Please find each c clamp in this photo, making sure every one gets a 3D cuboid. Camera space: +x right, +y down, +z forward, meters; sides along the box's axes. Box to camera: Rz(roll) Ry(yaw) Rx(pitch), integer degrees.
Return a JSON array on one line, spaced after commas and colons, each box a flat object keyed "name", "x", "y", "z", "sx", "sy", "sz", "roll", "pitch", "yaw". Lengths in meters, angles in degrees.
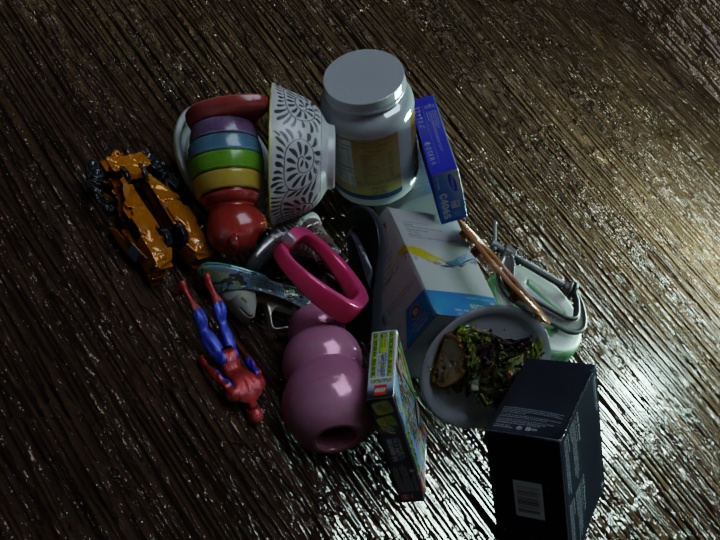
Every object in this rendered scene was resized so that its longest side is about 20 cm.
[{"name": "c clamp", "x": 0.287, "y": 0.014, "z": 1.491, "sx": 0.198, "sy": 0.027, "sz": 0.172, "roll": 33, "pitch": 38, "yaw": -6}]

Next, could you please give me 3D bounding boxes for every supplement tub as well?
[{"name": "supplement tub", "x": 0.014, "y": -0.215, "z": 1.409, "sx": 0.141, "sy": 0.202, "sz": 0.147, "roll": -4, "pitch": 50, "yaw": 4}, {"name": "supplement tub", "x": 0.070, "y": -0.161, "z": 1.570, "sx": 0.130, "sy": 0.133, "sz": 0.203, "roll": 4, "pitch": 48, "yaw": -35}]

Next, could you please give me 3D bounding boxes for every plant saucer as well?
[{"name": "plant saucer", "x": -0.207, "y": -0.148, "z": 1.372, "sx": 0.198, "sy": 0.050, "sz": 0.204, "roll": 31, "pitch": 46, "yaw": -37}]

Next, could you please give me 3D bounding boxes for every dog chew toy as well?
[{"name": "dog chew toy", "x": -0.047, "y": 0.128, "z": 1.185, "sx": 0.122, "sy": 0.125, "sz": 0.203, "roll": 13, "pitch": 44, "yaw": -28}]

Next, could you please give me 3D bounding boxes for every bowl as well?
[{"name": "bowl", "x": -0.082, "y": -0.163, "z": 1.318, "sx": 0.092, "sy": 0.203, "sz": 0.203, "roll": 0, "pitch": 45, "yaw": -3}]

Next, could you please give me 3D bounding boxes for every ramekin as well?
[{"name": "ramekin", "x": 0.261, "y": 0.089, "z": 1.497, "sx": 0.197, "sy": 0.098, "sz": 0.203, "roll": 22, "pitch": 40, "yaw": -20}]

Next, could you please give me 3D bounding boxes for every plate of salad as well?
[{"name": "plate of salad", "x": 0.180, "y": 0.143, "z": 1.298, "sx": 0.197, "sy": 0.203, "sz": 0.048, "roll": 18, "pitch": 19, "yaw": -23}]

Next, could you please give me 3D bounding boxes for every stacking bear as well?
[{"name": "stacking bear", "x": -0.176, "y": -0.121, "z": 1.261, "sx": 0.111, "sy": 0.121, "sz": 0.205, "roll": -3, "pitch": 78, "yaw": -20}]

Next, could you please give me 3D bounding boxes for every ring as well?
[{"name": "ring", "x": 0.206, "y": 0.006, "z": 1.352, "sx": 0.201, "sy": 0.019, "sz": 0.201, "roll": 47, "pitch": 9, "yaw": -9}]

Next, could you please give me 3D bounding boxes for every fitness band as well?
[{"name": "fitness band", "x": -0.049, "y": 0.004, "z": 1.239, "sx": 0.143, "sy": 0.037, "sz": 0.200, "roll": 44, "pitch": 11, "yaw": 0}]

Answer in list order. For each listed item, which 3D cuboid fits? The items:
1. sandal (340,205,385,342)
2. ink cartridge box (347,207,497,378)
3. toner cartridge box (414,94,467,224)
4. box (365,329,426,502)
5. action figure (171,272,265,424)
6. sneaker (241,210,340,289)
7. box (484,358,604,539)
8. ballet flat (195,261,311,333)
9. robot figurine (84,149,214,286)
[{"name": "sandal", "x": 0.000, "y": 0.000, "z": 1.341, "sx": 0.042, "sy": 0.075, "sz": 0.205, "roll": 8, "pitch": 72, "yaw": -37}, {"name": "ink cartridge box", "x": 0.089, "y": 0.034, "z": 1.372, "sx": 0.142, "sy": 0.148, "sz": 0.203, "roll": 7, "pitch": 47, "yaw": -36}, {"name": "toner cartridge box", "x": 0.118, "y": -0.174, "z": 1.423, "sx": 0.042, "sy": 0.096, "sz": 0.202, "roll": -15, "pitch": 43, "yaw": 4}, {"name": "box", "x": 0.048, "y": 0.186, "z": 1.168, "sx": 0.034, "sy": 0.203, "sz": 0.111, "roll": -7, "pitch": 40, "yaw": 12}, {"name": "action figure", "x": -0.172, "y": 0.103, "z": 1.172, "sx": 0.065, "sy": 0.052, "sz": 0.202, "roll": -14, "pitch": 66, "yaw": -40}, {"name": "sneaker", "x": -0.083, "y": -0.009, "z": 1.339, "sx": 0.116, "sy": 0.076, "sz": 0.200, "roll": 45, "pitch": 37, "yaw": 5}, {"name": "box", "x": 0.250, "y": 0.253, "z": 1.232, "sx": 0.102, "sy": 0.204, "sz": 0.182, "roll": 3, "pitch": 25, "yaw": 29}, {"name": "ballet flat", "x": -0.131, "y": 0.044, "z": 1.255, "sx": 0.196, "sy": 0.075, "sz": 0.075, "roll": 15, "pitch": 43, "yaw": -22}, {"name": "robot figurine", "x": -0.291, "y": -0.079, "z": 1.253, "sx": 0.144, "sy": 0.058, "sz": 0.201, "roll": -16, "pitch": 63, "yaw": -47}]
